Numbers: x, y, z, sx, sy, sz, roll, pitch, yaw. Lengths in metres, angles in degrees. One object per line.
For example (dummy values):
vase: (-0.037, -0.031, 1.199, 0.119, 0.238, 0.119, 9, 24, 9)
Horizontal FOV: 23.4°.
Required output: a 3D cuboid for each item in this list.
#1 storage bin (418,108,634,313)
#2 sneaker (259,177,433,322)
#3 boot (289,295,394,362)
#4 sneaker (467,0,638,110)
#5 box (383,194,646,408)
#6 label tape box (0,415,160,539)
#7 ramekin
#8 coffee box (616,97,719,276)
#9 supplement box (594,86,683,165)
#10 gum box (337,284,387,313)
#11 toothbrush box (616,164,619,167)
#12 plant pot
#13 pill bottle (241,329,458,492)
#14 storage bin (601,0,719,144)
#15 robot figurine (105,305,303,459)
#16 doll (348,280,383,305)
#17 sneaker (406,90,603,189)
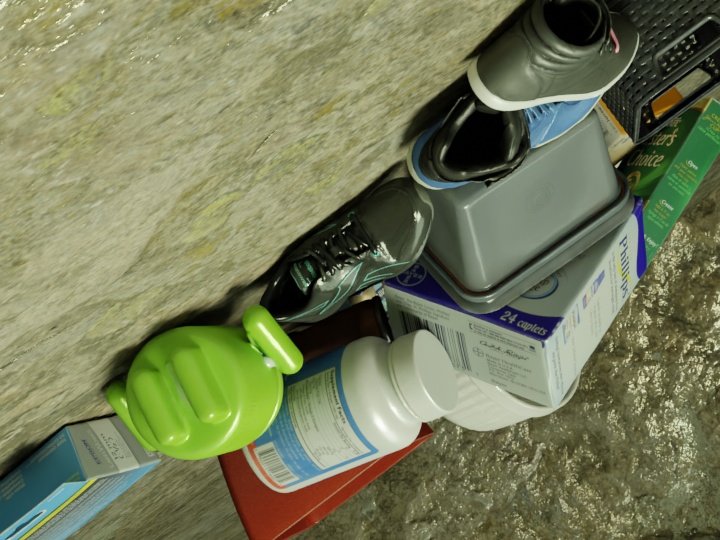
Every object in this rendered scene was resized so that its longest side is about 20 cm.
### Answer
storage bin: (0.135, -0.088, 1.585, 0.199, 0.146, 0.135, -33, 143, -11)
sneaker: (-0.014, -0.009, 1.565, 0.200, 0.076, 0.079, -42, 166, 31)
boot: (-0.070, 0.084, 1.753, 0.198, 0.069, 0.188, -18, -174, -12)
sneaker: (0.183, -0.187, 1.397, 0.199, 0.071, 0.099, -21, 168, -42)
box: (0.152, 0.004, 1.675, 0.200, 0.183, 0.105, -52, 147, -31)
label tape box: (-0.297, 0.208, 1.656, 0.143, 0.066, 0.200, -39, 167, 15)
ramekin: (0.136, 0.079, 1.896, 0.105, 0.201, 0.200, -32, 174, 38)
coffee box: (0.300, -0.087, 1.807, 0.201, 0.044, 0.123, -57, -163, -4)
supplement box: (0.226, -0.130, 1.810, 0.126, 0.074, 0.200, -25, 166, -48)
gum box: (0.058, 0.002, 1.948, 0.170, 0.045, 0.200, -40, 170, 21)
toothbrush box: (0.284, -0.112, 2.066, 0.146, 0.086, 0.200, -39, 168, 19)
plant pot: (-0.063, 0.181, 1.991, 0.199, 0.177, 0.200, -38, 170, 13)
pill bottle: (-0.010, 0.129, 1.654, 0.199, 0.113, 0.112, -24, 176, 25)
storage bin: (0.279, -0.205, 1.587, 0.135, 0.094, 0.200, -36, 169, 3)
robot figurine: (-0.138, 0.108, 1.567, 0.175, 0.116, 0.200, -31, 172, 12)
doll: (0.000, 0.000, 1.720, 0.135, 0.049, 0.200, -25, 172, 10)
sneaker: (0.135, -0.131, 1.447, 0.199, 0.077, 0.111, -28, -173, -6)
